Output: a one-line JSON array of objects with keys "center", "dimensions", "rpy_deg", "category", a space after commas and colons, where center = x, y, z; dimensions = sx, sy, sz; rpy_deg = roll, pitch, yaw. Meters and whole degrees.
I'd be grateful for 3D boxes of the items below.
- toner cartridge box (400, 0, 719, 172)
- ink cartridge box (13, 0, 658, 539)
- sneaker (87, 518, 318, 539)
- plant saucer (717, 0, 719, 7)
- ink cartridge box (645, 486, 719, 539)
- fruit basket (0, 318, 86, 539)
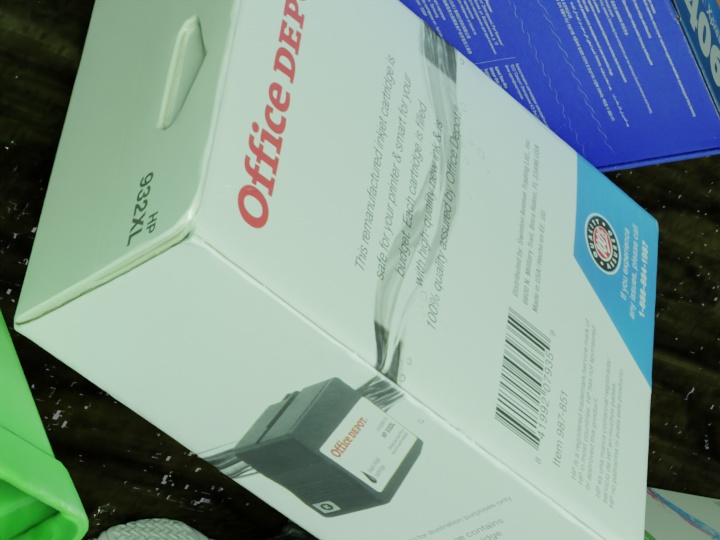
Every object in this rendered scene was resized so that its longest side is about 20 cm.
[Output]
[{"center": [0.051, -0.115, 0.914], "dimensions": [0.043, 0.095, 0.200], "rpy_deg": [-77, 149, -41], "category": "toner cartridge box"}, {"center": [0.000, 0.000, 0.886], "dimensions": [0.084, 0.145, 0.200], "rpy_deg": [-27, 129, 36], "category": "ink cartridge box"}, {"center": [-0.050, 0.155, 1.070], "dimensions": [0.200, 0.075, 0.115], "rpy_deg": [-8, 122, -45], "category": "sneaker"}, {"center": [0.150, -0.117, 1.029], "dimensions": [0.200, 0.037, 0.200], "rpy_deg": [-34, 158, -15], "category": "plant saucer"}, {"center": [0.116, 0.176, 1.241], "dimensions": [0.200, 0.084, 0.145], "rpy_deg": [14, 109, -49], "category": "ink cartridge box"}, {"center": [-0.187, 0.072, 0.761], "dimensions": [0.155, 0.216, 0.216], "rpy_deg": [-21, 147, 22], "category": "fruit basket"}]
